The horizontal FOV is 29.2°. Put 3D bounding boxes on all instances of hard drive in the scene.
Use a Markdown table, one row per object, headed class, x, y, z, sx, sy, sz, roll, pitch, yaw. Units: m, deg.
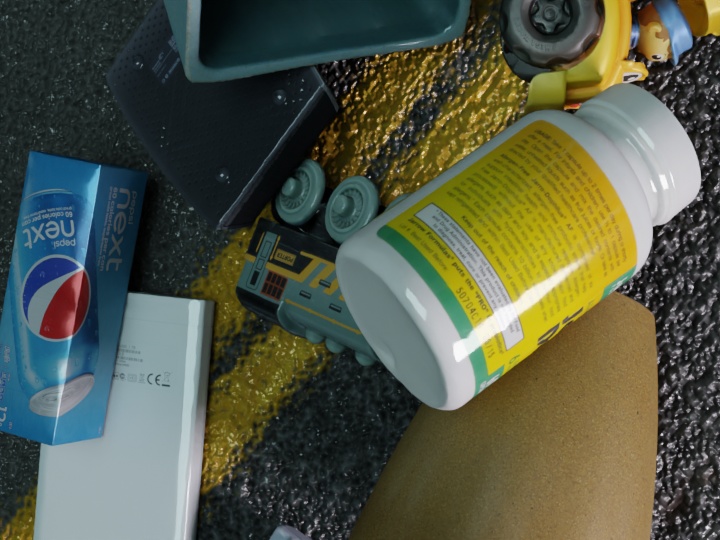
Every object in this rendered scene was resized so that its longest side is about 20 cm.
| class | x | y | z | sx | sy | sz | roll | pitch | yaw |
| --- | --- | --- | --- | --- | --- | --- | --- | --- | --- |
| hard drive | -0.178 | 0.117 | 1.037 | 0.130 | 0.027 | 0.203 | 5 | 91 | 21 |
| hard drive | -0.097 | -0.127 | 0.963 | 0.135 | 0.042 | 0.200 | -52 | 48 | 14 |

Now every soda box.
| class | x | y | z | sx | sy | sz | roll | pitch | yaw |
| --- | --- | --- | --- | --- | --- | --- | --- | --- | --- |
| soda box | -0.213 | 0.020 | 1.001 | 0.063 | 0.068 | 0.203 | 11 | 93 | 21 |

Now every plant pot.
| class | x | y | z | sx | sy | sz | roll | pitch | yaw |
| --- | --- | --- | --- | --- | --- | --- | --- | --- | --- |
| plant pot | 0.109 | 0.109 | 0.858 | 0.184 | 0.186 | 0.202 | 16 | 81 | 20 |
| plant pot | -0.046 | -0.270 | 0.878 | 0.197 | 0.194 | 0.201 | 99 | 151 | -45 |

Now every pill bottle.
| class | x | y | z | sx | sy | sz | roll | pitch | yaw |
| --- | --- | --- | --- | --- | --- | --- | --- | --- | --- |
| pill bottle | 0.094 | -0.020 | 0.788 | 0.199 | 0.113 | 0.113 | -35 | 76 | -17 |

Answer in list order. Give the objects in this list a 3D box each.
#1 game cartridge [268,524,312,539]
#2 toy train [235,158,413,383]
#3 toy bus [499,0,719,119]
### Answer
| class | x | y | z | sx | sy | sz | roll | pitch | yaw |
| --- | --- | --- | --- | --- | --- | --- | --- | --- | --- |
| game cartridge | -0.014 | 0.291 | 0.968 | 0.199 | 0.041 | 0.134 | 36 | 99 | 18 |
| toy train | 0.000 | 0.000 | 0.915 | 0.199 | 0.085 | 0.115 | 22 | 90 | 45 |
| toy bus | 0.179 | -0.196 | 0.858 | 0.189 | 0.136 | 0.203 | 1 | 92 | 5 |
